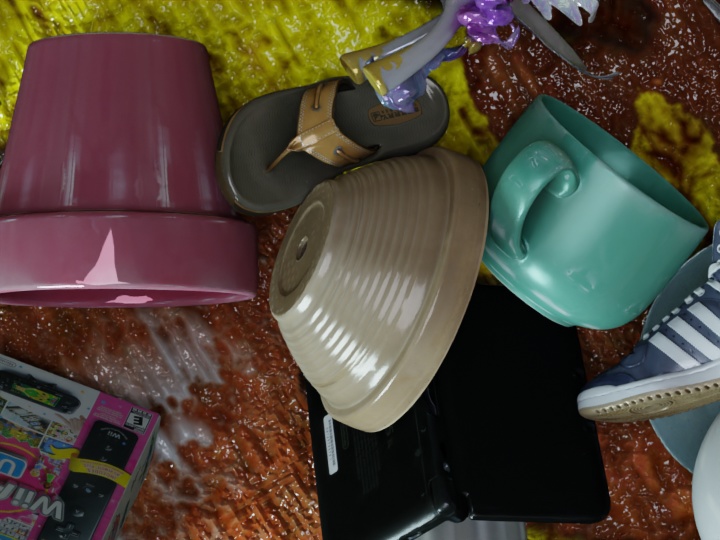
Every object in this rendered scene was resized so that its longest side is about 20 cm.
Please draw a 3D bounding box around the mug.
[{"bbox_3d":[0.137,-0.038,1.649,0.185,0.152,0.115,29,106,-31],"label":"mug"}]

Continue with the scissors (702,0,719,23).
[{"bbox_3d":[0.316,-0.127,1.698,0.073,0.014,0.201,-27,96,12],"label":"scissors"}]

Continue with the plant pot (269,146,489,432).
[{"bbox_3d":[0.000,0.000,1.618,0.092,0.201,0.202,22,102,-18],"label":"plant pot"}]

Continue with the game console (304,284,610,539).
[{"bbox_3d":[0.063,0.114,1.694,0.176,0.201,0.116,-34,135,30],"label":"game console"}]

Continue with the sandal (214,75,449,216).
[{"bbox_3d":[-0.014,-0.097,1.655,0.199,0.055,0.082,-16,84,-30],"label":"sandal"}]

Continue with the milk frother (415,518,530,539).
[{"bbox_3d":[0.054,0.275,1.721,0.199,0.189,0.180,-26,135,26],"label":"milk frother"}]

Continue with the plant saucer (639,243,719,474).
[{"bbox_3d":[0.300,0.065,1.721,0.200,0.039,0.202,1,102,4],"label":"plant saucer"}]

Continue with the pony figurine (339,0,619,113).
[{"bbox_3d":[0.075,-0.196,1.635,0.200,0.167,0.193,-34,71,-8],"label":"pony figurine"}]

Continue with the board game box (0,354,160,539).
[{"bbox_3d":[-0.241,0.158,1.699,0.147,0.200,0.064,20,127,1],"label":"board game box"}]

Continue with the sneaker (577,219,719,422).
[{"bbox_3d":[0.234,0.032,1.638,0.199,0.070,0.109,-20,72,22],"label":"sneaker"}]

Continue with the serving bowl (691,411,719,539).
[{"bbox_3d":[0.310,0.126,1.609,0.199,0.201,0.066,-28,129,9],"label":"serving bowl"}]

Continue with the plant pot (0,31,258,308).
[{"bbox_3d":[-0.170,-0.068,1.668,0.199,0.200,0.180,0,85,5],"label":"plant pot"}]
